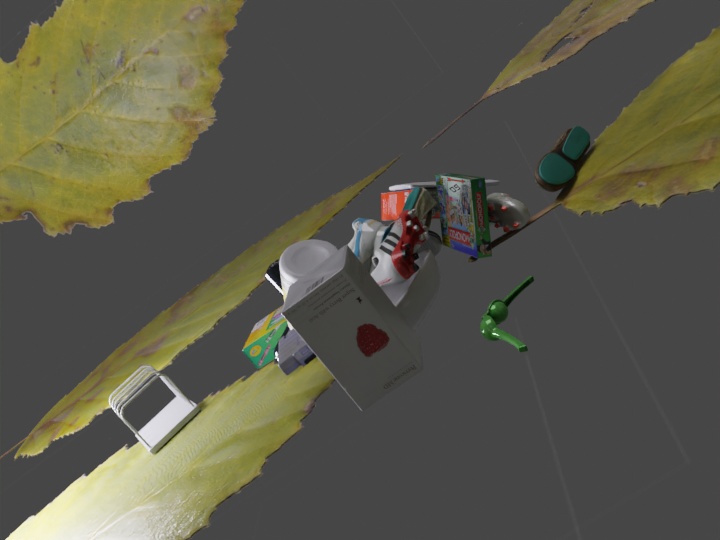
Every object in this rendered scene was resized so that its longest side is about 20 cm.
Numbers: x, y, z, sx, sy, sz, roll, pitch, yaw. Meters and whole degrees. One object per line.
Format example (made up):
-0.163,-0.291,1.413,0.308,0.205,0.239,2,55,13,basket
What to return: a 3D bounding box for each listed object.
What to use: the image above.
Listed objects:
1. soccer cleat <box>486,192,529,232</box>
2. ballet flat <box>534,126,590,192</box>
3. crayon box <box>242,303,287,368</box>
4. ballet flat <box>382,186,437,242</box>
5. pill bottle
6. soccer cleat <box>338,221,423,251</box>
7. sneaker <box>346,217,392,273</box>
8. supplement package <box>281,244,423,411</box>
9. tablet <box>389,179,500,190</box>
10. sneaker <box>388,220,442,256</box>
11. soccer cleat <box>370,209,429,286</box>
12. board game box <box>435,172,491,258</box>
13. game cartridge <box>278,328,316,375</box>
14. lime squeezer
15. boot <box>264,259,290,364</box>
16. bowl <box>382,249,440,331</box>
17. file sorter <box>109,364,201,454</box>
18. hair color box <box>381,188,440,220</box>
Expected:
0.248,-0.110,1.658,0.077,0.069,0.200,-40,11,-15,soccer cleat
0.346,-0.184,1.657,0.200,0.068,0.072,-52,-1,-42,ballet flat
-0.147,0.112,1.979,0.199,0.058,0.119,-33,16,22,crayon box
0.091,-0.070,1.708,0.067,0.062,0.201,-27,28,54,ballet flat
-0.083,0.053,1.702,0.111,0.201,0.113,-2,41,2,pill bottle
0.040,-0.057,1.969,0.199,0.085,0.069,-34,15,21,soccer cleat
0.000,0.000,1.766,0.076,0.080,0.201,-6,-63,-62,sneaker
-0.009,0.086,1.426,0.121,0.200,0.120,-36,14,12,supplement package
0.170,-0.174,1.914,0.198,0.014,0.130,-3,3,-18,tablet
0.096,-0.064,1.839,0.200,0.078,0.080,-17,48,58,sneaker
0.062,-0.038,1.580,0.085,0.069,0.200,-27,23,24,soccer cleat
0.182,-0.102,1.669,0.029,0.136,0.200,-8,9,-12,board game box
-0.054,0.090,1.582,0.200,0.038,0.130,-38,19,7,game cartridge
0.202,0.061,1.309,0.070,0.038,0.200,-32,15,26,lime squeezer
-0.135,0.067,1.845,0.200,0.168,0.076,-41,-12,-17,boot
0.046,0.067,1.605,0.199,0.075,0.200,-26,19,43,bowl
-0.463,0.299,2.072,0.139,0.125,0.200,-44,15,-16,file sorter
0.128,-0.136,1.941,0.110,0.064,0.200,-3,2,-19,hair color box
